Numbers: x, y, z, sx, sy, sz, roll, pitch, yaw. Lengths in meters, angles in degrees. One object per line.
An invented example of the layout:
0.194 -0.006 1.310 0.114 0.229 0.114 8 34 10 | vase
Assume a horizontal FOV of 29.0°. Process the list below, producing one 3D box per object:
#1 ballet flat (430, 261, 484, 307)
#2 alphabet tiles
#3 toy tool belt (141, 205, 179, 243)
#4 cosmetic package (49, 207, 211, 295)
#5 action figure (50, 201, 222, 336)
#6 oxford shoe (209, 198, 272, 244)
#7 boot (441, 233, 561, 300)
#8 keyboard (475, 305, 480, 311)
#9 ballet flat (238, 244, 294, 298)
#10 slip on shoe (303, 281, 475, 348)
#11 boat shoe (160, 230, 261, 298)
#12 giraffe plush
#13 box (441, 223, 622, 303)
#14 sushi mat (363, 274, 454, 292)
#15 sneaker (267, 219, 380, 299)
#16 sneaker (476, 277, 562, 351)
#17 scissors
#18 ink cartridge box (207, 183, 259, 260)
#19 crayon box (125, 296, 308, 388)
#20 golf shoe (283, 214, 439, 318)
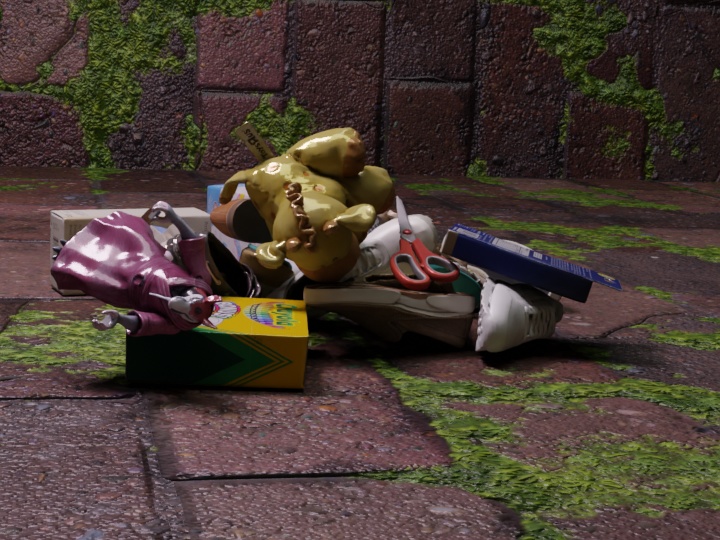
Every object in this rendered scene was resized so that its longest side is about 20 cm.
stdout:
0.056 0.008 1.737 0.200 0.076 0.064 8 19 -8 | ballet flat
0.089 -0.026 1.829 0.200 0.015 0.196 35 -4 7 | alphabet tiles
-0.217 0.008 1.674 0.123 0.125 0.200 39 -5 -27 | toy tool belt
-0.301 -0.027 1.824 0.200 0.104 0.073 -3 12 -26 | cosmetic package
-0.197 0.021 1.311 0.200 0.134 0.149 27 -19 36 | action figure
-0.093 -0.058 1.685 0.200 0.071 0.071 11 -2 -41 | oxford shoe
0.222 0.007 1.886 0.144 0.073 0.200 22 6 -46 | boot
0.052 0.026 1.788 0.200 0.040 0.104 1 10 -15 | keyboard
-0.116 0.006 1.671 0.069 0.063 0.200 24 0 -1 | ballet flat
0.032 0.048 1.508 0.200 0.061 0.076 5 4 -29 | slip on shoe
-0.147 0.012 1.544 0.057 0.067 0.200 -21 -29 18 | boat shoe
-0.048 -0.058 1.501 0.200 0.173 0.162 31 20 -34 | giraffe plush
0.192 -0.004 1.559 0.200 0.032 0.121 19 7 6 | box
0.063 0.030 1.623 0.095 0.012 0.200 1 -12 8 | sushi mat
-0.063 -0.015 1.794 0.200 0.081 0.076 -16 14 0 | sneaker
0.175 0.049 1.538 0.080 0.077 0.200 13 13 13 | sneaker
0.048 -0.035 1.571 0.073 0.014 0.200 -8 35 -18 | scissors
-0.111 -0.048 1.920 0.125 0.129 0.200 -4 11 -34 | ink cartridge box
-0.141 0.068 1.410 0.172 0.058 0.200 2 9 -4 | crayon box
0.000 0.000 1.626 0.200 0.078 0.097 -31 -5 10 | golf shoe
